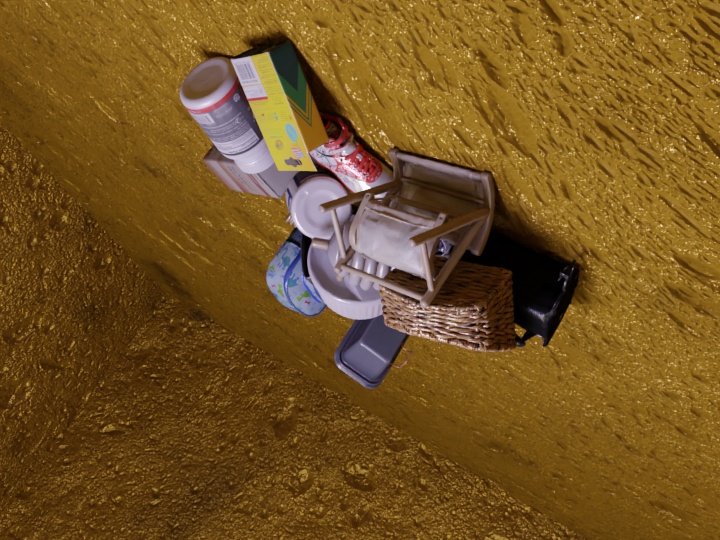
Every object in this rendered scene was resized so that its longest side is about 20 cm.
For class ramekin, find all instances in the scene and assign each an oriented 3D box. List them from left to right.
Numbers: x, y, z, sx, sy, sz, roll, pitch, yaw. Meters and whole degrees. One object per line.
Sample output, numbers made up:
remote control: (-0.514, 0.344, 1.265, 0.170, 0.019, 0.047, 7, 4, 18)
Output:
ramekin: (0.000, 0.000, 1.565, 0.201, 0.203, 0.095, 29, 152, 17)

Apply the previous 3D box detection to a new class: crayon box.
crayon box: (-0.125, -0.261, 1.333, 0.126, 0.051, 0.202, 12, 129, 53)

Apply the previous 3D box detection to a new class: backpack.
backpack: (-0.099, -0.003, 1.809, 0.146, 0.201, 0.183, 26, 161, 42)

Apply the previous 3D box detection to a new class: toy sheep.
toy sheep: (0.011, -0.028, 1.435, 0.196, 0.140, 0.138, 6, 164, -6)

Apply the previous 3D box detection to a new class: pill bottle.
pill bottle: (-0.230, -0.276, 1.494, 0.115, 0.117, 0.201, 22, 159, 36)
pill bottle: (-0.082, -0.133, 1.534, 0.111, 0.111, 0.200, 40, -174, -17)

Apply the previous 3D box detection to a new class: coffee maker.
coffee maker: (0.250, 0.005, 1.359, 0.198, 0.135, 0.194, 27, 135, 20)

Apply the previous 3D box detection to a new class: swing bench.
swing bench: (0.078, -0.075, 1.280, 0.197, 0.200, 0.131, 21, 139, 38)

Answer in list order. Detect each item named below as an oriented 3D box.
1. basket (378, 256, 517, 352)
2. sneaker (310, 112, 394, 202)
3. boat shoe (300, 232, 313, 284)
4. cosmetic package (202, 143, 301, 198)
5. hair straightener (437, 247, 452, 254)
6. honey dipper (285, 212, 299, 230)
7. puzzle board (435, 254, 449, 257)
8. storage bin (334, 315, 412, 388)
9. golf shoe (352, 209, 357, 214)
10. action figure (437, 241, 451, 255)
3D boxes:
basket: (0.134, 0.078, 1.303, 0.198, 0.143, 0.151, 13, 126, 32)
sneaker: (-0.016, -0.191, 1.396, 0.200, 0.068, 0.108, 34, 166, 13)
boat shoe: (-0.095, -0.065, 1.699, 0.066, 0.203, 0.057, -23, 153, 34)
cosmetic package: (-0.222, -0.218, 1.681, 0.199, 0.088, 0.104, 13, 152, 51)
hair straightener: (0.103, -0.057, 1.568, 0.077, 0.041, 0.199, 46, 164, -29)
honey dipper: (-0.059, -0.060, 1.652, 0.199, 0.038, 0.038, 34, 163, -10)
puzzle board: (0.202, 0.024, 1.585, 0.199, 0.018, 0.150, 32, 165, -25)
storage bin: (0.055, 0.144, 1.801, 0.145, 0.201, 0.134, 35, 154, -1)
golf shoe: (-0.024, -0.102, 1.671, 0.199, 0.078, 0.094, 39, 144, -16)
action figure: (0.108, -0.083, 1.453, 0.198, 0.070, 0.131, 11, 142, 45)
